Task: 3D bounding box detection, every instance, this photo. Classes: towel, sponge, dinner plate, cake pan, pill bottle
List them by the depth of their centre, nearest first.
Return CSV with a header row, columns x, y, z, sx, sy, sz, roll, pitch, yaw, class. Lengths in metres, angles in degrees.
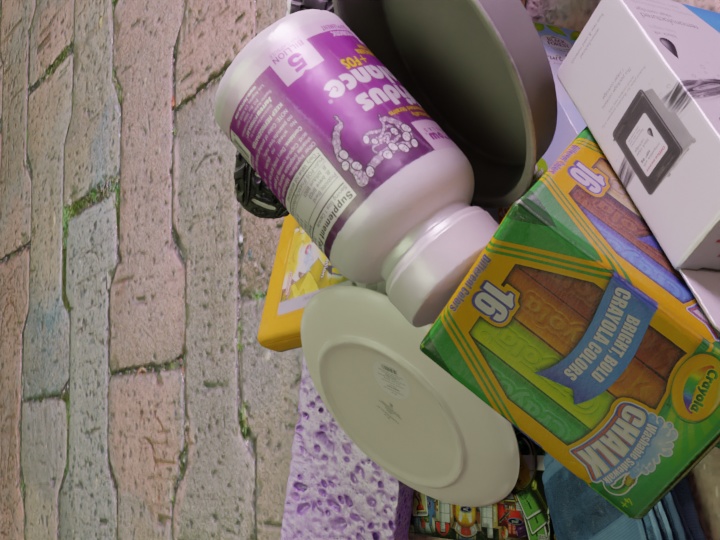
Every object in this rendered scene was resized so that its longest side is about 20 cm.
x,y,z,sx,sy,sz,roll,pitch,yaw,class
0.168,0.185,0.757,0.112,0.048,0.202,-51,44,46,towel
0.054,-0.135,0.782,0.200,0.037,0.201,48,160,24,cake pan
0.003,-0.064,0.793,0.200,0.112,0.113,49,134,17,pill bottle
0.027,0.098,0.881,0.199,0.024,0.201,29,141,26,dinner plate
-0.008,0.175,1.006,0.111,0.030,0.202,11,96,32,sponge

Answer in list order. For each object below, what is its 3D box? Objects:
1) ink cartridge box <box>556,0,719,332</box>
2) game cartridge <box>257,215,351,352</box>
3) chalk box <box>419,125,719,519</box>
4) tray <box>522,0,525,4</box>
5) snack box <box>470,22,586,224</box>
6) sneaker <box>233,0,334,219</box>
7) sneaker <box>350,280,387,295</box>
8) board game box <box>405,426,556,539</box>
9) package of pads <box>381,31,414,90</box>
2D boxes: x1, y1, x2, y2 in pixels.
x,y,z,sx,sy,sz,roll,pitch,yaw,class
0.203,-0.059,0.660,0.067,0.115,0.201,-59,40,37,ink cartridge box
-0.011,-0.028,1.061,0.199,0.032,0.178,-20,53,53,game cartridge
0.159,0.040,0.676,0.199,0.124,0.125,38,128,10,chalk box
0.063,-0.207,1.013,0.200,0.037,0.100,13,98,61,tray
0.125,-0.044,0.847,0.169,0.067,0.201,-61,36,38,snack box
-0.041,-0.134,0.915,0.079,0.073,0.202,-123,51,-78,sneaker
0.000,0.000,0.930,0.200,0.075,0.116,39,118,56,sneaker
0.088,0.154,0.932,0.199,0.023,0.106,-14,72,60,board game box
0.034,-0.185,0.931,0.120,0.075,0.202,-137,60,-67,package of pads
